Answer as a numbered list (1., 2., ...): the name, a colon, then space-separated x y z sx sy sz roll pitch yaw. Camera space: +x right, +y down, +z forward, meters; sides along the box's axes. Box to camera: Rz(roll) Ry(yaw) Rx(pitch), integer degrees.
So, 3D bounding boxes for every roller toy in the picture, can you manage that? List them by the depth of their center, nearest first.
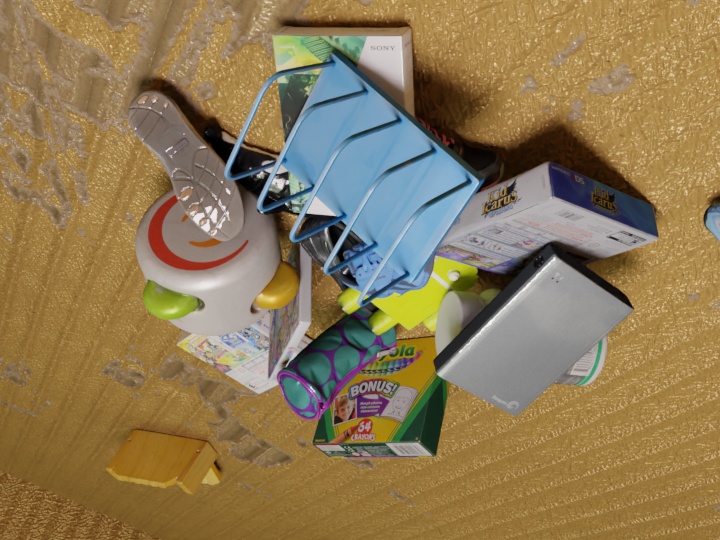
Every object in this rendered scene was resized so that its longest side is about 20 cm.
1. roller toy: -0.192 -0.015 1.124 0.197 0.184 0.141 -17 144 -9

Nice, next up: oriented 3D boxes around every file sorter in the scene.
1. file sorter: -0.013 -0.086 0.822 0.200 0.122 0.140 42 126 13

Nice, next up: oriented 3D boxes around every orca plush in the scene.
1. orca plush: -0.112 -0.108 1.053 0.199 0.072 0.105 35 143 -23

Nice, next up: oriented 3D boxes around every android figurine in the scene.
1. android figurine: 0.070 0.009 1.104 0.199 0.041 0.182 -34 127 25

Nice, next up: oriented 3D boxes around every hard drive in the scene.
1. hard drive: 0.198 0.075 0.990 0.138 0.033 0.200 29 117 -28

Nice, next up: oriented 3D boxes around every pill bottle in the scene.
1. pill bottle: 0.203 0.083 1.090 0.197 0.115 0.113 7 149 -14

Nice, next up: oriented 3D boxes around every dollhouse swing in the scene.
1. dollhouse swing: -0.440 0.476 1.961 0.197 0.182 0.178 5 124 18

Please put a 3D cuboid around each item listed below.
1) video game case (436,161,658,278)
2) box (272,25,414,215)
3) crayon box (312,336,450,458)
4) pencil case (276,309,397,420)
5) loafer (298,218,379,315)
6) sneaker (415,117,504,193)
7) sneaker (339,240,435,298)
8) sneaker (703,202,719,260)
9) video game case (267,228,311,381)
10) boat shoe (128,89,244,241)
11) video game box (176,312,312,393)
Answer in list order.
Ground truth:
1. video game case: 0.198 -0.047 0.950 0.198 0.046 0.180 14 154 -39
2. box: -0.013 -0.154 0.906 0.142 0.036 0.203 5 118 19
3. crayon box: 0.037 0.197 1.319 0.198 0.175 0.058 -9 142 34
4. pencil case: -0.028 0.129 1.233 0.092 0.199 0.086 32 137 24
5. loafer: 0.000 0.000 1.149 0.200 0.069 0.070 44 154 -27
6. sneaker: 0.061 -0.134 0.944 0.197 0.079 0.096 7 130 13
7. sneaker: 0.027 -0.009 0.958 0.077 0.067 0.200 4 166 -15
8. sneaker: 0.445 -0.018 0.932 0.200 0.079 0.089 43 158 -27
9. video game case: -0.102 0.053 1.212 0.018 0.145 0.201 7 149 -15
10. boat shoe: -0.202 -0.130 1.036 0.074 0.073 0.202 -30 101 3
11. video game box: -0.191 0.127 1.447 0.181 0.047 0.199 33 143 -23
